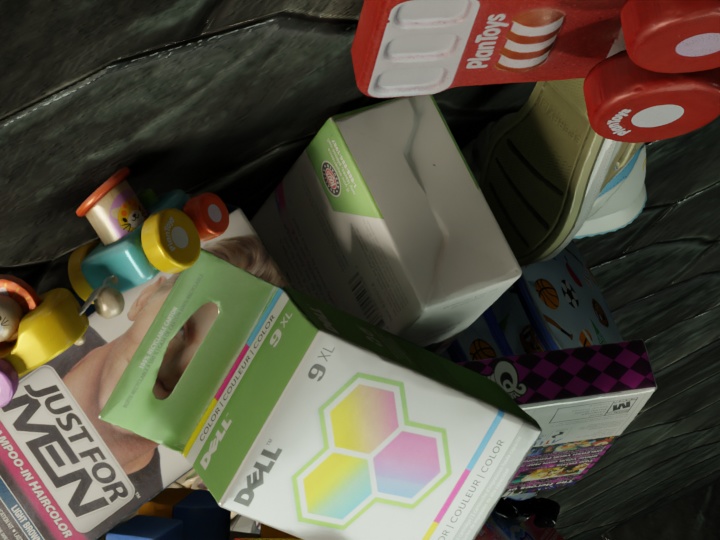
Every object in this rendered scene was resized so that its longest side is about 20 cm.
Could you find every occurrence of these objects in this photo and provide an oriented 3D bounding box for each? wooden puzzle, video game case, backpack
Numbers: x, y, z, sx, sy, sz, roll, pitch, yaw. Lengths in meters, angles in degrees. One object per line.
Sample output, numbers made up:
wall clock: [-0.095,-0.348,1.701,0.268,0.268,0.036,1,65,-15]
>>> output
wooden puzzle: [-0.071,0.151,1.369,0.199,0.047,0.185,1,-174,12]
video game case: [0.048,0.095,1.447,0.199,0.036,0.181,-7,159,-13]
backpack: [0.074,0.049,1.610,0.154,0.201,0.190,-40,156,26]

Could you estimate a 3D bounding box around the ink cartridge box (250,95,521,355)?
ink cartridge box: [0.000,0.000,1.404,0.067,0.118,0.200,-19,166,-28]

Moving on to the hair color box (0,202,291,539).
hair color box: [-0.123,0.061,1.320,0.200,0.100,0.060,-37,-164,-13]

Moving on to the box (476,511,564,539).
box: [0.058,0.194,1.686,0.103,0.095,0.200,-44,175,11]

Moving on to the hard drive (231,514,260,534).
hard drive: [-0.109,0.160,1.605,0.199,0.027,0.132,-26,-159,37]

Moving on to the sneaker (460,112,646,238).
sneaker: [0.072,-0.047,1.499,0.199,0.077,0.081,-22,143,-10]

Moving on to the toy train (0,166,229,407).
toy train: [-0.161,0.006,1.263,0.200,0.056,0.150,-36,-165,-9]

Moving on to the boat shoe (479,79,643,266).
boat shoe: [0.124,-0.078,1.395,0.068,0.075,0.200,-20,151,-32]

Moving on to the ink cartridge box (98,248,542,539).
ink cartridge box: [-0.018,0.078,1.292,0.199,0.059,0.104,26,101,-30]

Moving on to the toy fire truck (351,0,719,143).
toy fire truck: [0.085,-0.131,1.144,0.167,0.113,0.200,-6,162,-9]

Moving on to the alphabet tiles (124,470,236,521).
alphabet tiles: [-0.112,0.136,1.603,0.195,0.015,0.200,-42,-162,-12]
